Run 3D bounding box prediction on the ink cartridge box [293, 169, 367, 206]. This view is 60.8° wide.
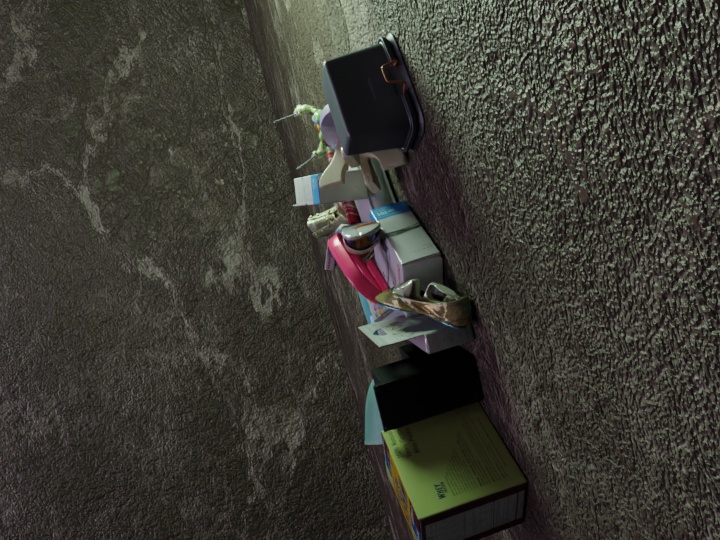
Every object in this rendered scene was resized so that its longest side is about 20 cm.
[{"bbox_3d":[-0.079,-0.187,1.403,0.200,0.116,0.067,-170,71,-65],"label":"ink cartridge box"}]

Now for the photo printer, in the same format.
[{"bbox_3d":[0.030,-0.164,1.429,0.166,0.069,0.200,104,149,-71],"label":"photo printer"}]

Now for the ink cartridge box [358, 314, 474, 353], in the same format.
[{"bbox_3d":[0.101,0.121,1.180,0.200,0.173,0.044,-157,51,-78],"label":"ink cartridge box"}]

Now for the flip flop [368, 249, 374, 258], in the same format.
[{"bbox_3d":[0.047,0.008,1.634,0.081,0.057,0.200,-147,39,-82],"label":"flip flop"}]

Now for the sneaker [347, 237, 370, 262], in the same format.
[{"bbox_3d":[-0.017,-0.066,1.470,0.200,0.075,0.088,96,169,-71],"label":"sneaker"}]

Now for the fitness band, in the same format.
[{"bbox_3d":[0.000,0.000,1.295,0.144,0.037,0.200,31,-161,-49],"label":"fitness band"}]

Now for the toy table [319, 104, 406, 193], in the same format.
[{"bbox_3d":[-0.006,-0.243,1.239,0.200,0.184,0.117,21,-126,-56],"label":"toy table"}]

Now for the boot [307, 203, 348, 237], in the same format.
[{"bbox_3d":[-0.072,-0.142,1.616,0.200,0.154,0.072,17,-123,-72],"label":"boot"}]

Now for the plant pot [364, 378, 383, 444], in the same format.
[{"bbox_3d":[0.103,0.325,1.468,0.201,0.200,0.161,113,153,-75],"label":"plant pot"}]

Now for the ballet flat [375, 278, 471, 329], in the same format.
[{"bbox_3d":[0.114,0.050,1.119,0.200,0.071,0.071,16,128,37],"label":"ballet flat"}]

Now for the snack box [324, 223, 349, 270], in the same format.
[{"bbox_3d":[-0.056,-0.060,1.491,0.200,0.024,0.072,-64,-18,-73],"label":"snack box"}]

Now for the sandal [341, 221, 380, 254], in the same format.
[{"bbox_3d":[0.003,-0.065,1.256,0.207,0.079,0.059,-118,14,-82],"label":"sandal"}]

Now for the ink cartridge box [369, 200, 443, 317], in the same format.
[{"bbox_3d":[0.093,-0.026,1.259,0.200,0.086,0.147,-115,13,-50],"label":"ink cartridge box"}]

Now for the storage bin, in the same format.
[{"bbox_3d":[0.016,-0.308,1.103,0.146,0.134,0.200,112,140,-75],"label":"storage bin"}]

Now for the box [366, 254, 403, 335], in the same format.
[{"bbox_3d":[0.069,0.059,1.512,0.156,0.041,0.200,-44,59,55],"label":"box"}]

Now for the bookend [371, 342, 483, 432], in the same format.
[{"bbox_3d":[0.107,0.214,1.218,0.199,0.200,0.092,-151,47,-75],"label":"bookend"}]

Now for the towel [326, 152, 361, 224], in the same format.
[{"bbox_3d":[-0.016,-0.194,1.548,0.145,0.022,0.200,10,-122,-58],"label":"towel"}]

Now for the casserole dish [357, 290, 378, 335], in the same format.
[{"bbox_3d":[0.045,0.101,1.638,0.121,0.039,0.200,23,-137,-53],"label":"casserole dish"}]

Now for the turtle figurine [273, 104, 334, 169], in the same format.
[{"bbox_3d":[-0.138,-0.388,1.728,0.144,0.200,0.194,40,-172,11],"label":"turtle figurine"}]

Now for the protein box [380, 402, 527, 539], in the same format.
[{"bbox_3d":[0.168,0.382,1.136,0.199,0.200,0.135,-118,16,-51],"label":"protein box"}]
